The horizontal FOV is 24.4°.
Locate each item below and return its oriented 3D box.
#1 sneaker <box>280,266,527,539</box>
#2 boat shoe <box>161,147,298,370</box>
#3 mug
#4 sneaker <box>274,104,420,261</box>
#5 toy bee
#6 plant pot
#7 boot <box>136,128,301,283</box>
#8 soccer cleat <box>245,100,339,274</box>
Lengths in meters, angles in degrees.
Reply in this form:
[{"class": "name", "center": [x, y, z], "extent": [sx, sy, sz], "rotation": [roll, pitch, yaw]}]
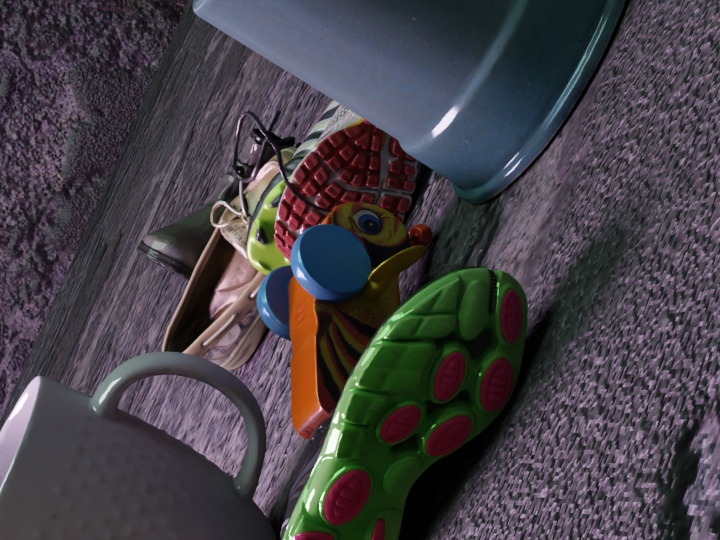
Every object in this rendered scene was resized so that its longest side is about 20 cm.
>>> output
[{"class": "sneaker", "center": [0.011, 0.074, 0.816], "extent": [0.200, 0.077, 0.084], "rotation": [-58, 20, 21]}, {"class": "boat shoe", "center": [-0.090, -0.004, 1.284], "extent": [0.073, 0.063, 0.200], "rotation": [42, 119, 36]}, {"class": "mug", "center": [-0.136, 0.144, 1.016], "extent": [0.200, 0.175, 0.148], "rotation": [-62, 15, 7]}, {"class": "sneaker", "center": [0.013, -0.085, 1.108], "extent": [0.200, 0.078, 0.082], "rotation": [-55, 8, 7]}, {"class": "toy bee", "center": [0.000, 0.000, 0.974], "extent": [0.131, 0.109, 0.200], "rotation": [-16, 74, 61]}, {"class": "plant pot", "center": [0.023, -0.168, 0.942], "extent": [0.200, 0.196, 0.200], "rotation": [-57, 17, 28]}, {"class": "boot", "center": [-0.111, -0.061, 1.384], "extent": [0.131, 0.068, 0.200], "rotation": [-63, -11, 12]}, {"class": "soccer cleat", "center": [-0.014, -0.082, 1.212], "extent": [0.200, 0.067, 0.081], "rotation": [-55, 6, 9]}]
